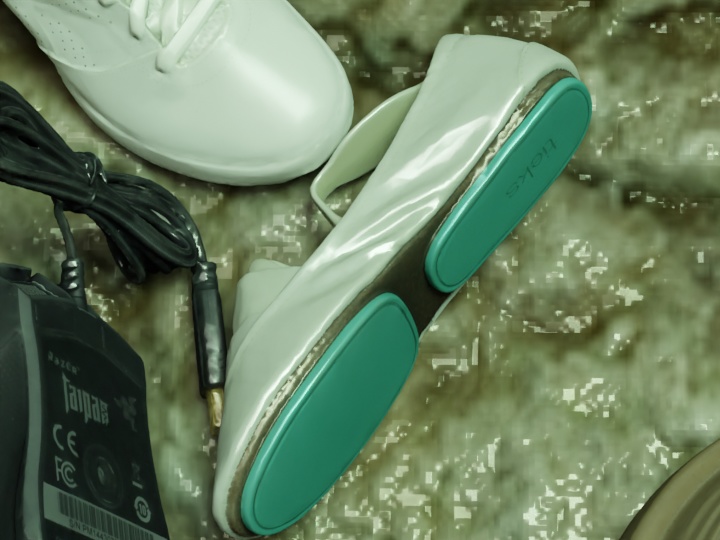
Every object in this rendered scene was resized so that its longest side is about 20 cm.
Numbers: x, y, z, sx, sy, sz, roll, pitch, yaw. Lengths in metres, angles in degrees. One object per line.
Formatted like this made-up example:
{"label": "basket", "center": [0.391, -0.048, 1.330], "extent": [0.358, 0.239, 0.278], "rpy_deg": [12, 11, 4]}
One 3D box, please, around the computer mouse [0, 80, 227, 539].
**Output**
{"label": "computer mouse", "center": [-0.085, 0.049, 0.758], "extent": [0.046, 0.140, 0.201], "rpy_deg": [-22, 64, 22]}

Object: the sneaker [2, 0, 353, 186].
{"label": "sneaker", "center": [-0.089, -0.104, 0.818], "extent": [0.200, 0.089, 0.075], "rpy_deg": [37, 78, 10]}

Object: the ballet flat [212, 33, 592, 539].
{"label": "ballet flat", "center": [0.000, 0.000, 0.808], "extent": [0.069, 0.069, 0.200], "rpy_deg": [35, 75, 10]}

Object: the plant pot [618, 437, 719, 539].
{"label": "plant pot", "center": [0.173, 0.124, 0.724], "extent": [0.200, 0.093, 0.202], "rpy_deg": [5, 65, -11]}
